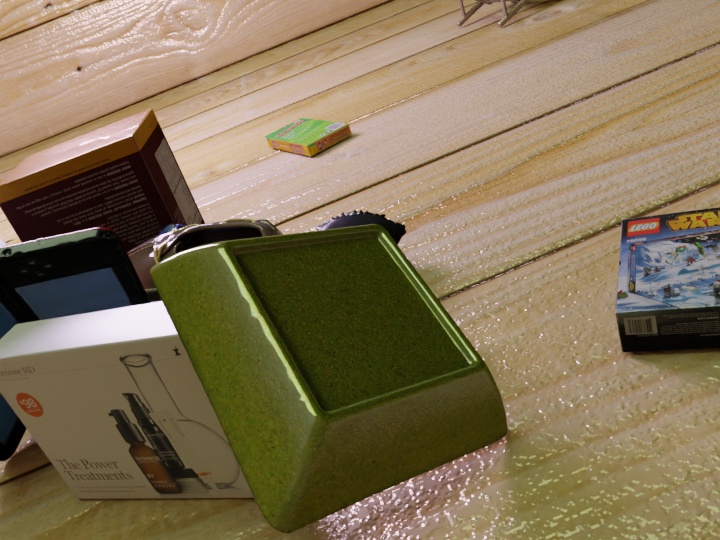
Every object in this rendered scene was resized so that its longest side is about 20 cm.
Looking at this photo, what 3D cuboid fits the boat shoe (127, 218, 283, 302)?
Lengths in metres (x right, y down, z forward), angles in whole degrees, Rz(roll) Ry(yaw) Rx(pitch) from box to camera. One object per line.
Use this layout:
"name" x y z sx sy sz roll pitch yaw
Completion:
"boat shoe" -0.175 -0.012 0.695 0.195 0.074 0.060 -10 -11 8

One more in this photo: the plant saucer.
"plant saucer" -0.011 0.040 0.449 0.196 0.048 0.201 -9 51 -38

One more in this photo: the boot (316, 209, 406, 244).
"boot" 0.001 0.001 0.678 0.195 0.074 0.163 -7 30 35

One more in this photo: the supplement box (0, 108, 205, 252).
"supplement box" -0.336 -0.074 0.916 0.193 0.203 0.134 -19 27 4

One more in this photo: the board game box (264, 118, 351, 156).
"board game box" -0.105 -0.256 1.289 0.094 0.031 0.199 -31 31 -21

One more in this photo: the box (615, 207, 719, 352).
"box" 0.294 -0.001 0.498 0.196 0.041 0.138 -6 31 28

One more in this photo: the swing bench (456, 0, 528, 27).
"swing bench" 0.350 -0.692 1.656 0.197 0.132 0.198 -28 27 -15

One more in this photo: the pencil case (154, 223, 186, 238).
"pencil case" -0.261 0.025 0.772 0.198 0.088 0.078 -34 -3 -1

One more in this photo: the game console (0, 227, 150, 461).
"game console" -0.279 0.074 0.621 0.168 0.201 0.121 -13 64 -11

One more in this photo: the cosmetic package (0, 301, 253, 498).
"cosmetic package" -0.169 0.104 0.517 0.196 0.153 0.052 -9 27 24

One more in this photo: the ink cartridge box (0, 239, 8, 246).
"ink cartridge box" -0.498 0.070 0.828 0.198 0.147 0.146 -35 29 -27
